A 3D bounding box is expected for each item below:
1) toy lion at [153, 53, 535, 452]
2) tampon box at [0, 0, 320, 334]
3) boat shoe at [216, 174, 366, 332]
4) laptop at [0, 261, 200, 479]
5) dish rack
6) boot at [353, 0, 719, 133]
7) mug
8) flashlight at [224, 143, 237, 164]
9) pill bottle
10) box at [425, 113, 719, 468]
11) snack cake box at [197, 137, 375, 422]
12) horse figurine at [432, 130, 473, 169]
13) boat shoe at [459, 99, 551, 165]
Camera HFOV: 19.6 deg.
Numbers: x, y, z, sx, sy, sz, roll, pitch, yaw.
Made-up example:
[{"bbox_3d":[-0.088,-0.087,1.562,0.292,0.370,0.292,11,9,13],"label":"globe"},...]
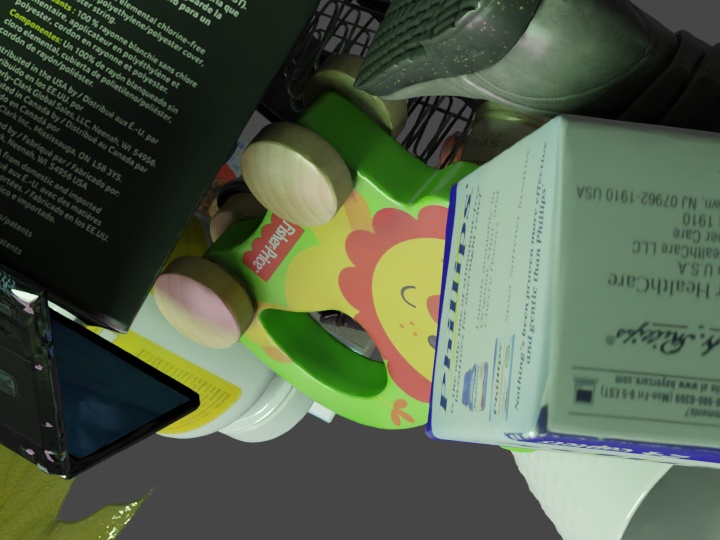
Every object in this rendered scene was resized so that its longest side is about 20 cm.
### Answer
[{"bbox_3d":[0.023,0.013,0.916,0.192,0.069,0.200,40,145,-1],"label":"toy lion"},{"bbox_3d":[-0.107,-0.091,0.863,0.126,0.200,0.150,32,174,-11],"label":"tampon box"},{"bbox_3d":[0.000,0.000,1.021,0.200,0.065,0.072,40,144,42],"label":"boat shoe"},{"bbox_3d":[-0.163,-0.005,0.840,0.177,0.103,0.200,28,148,16],"label":"laptop"},{"bbox_3d":[-0.001,-0.095,1.014,0.200,0.055,0.153,24,171,45],"label":"dish rack"},{"bbox_3d":[0.078,-0.072,0.794,0.132,0.070,0.200,26,180,-13],"label":"boot"},{"bbox_3d":[0.130,0.055,1.022,0.200,0.148,0.175,43,-173,-45],"label":"mug"},{"bbox_3d":[-0.139,-0.116,0.988,0.200,0.068,0.068,42,-155,-37],"label":"flashlight"},{"bbox_3d":[-0.107,0.020,1.063,0.112,0.112,0.200,25,175,43],"label":"pill bottle"},{"bbox_3d":[0.131,0.017,0.732,0.184,0.105,0.200,6,176,-7],"label":"box"},{"bbox_3d":[-0.074,-0.012,1.217,0.200,0.115,0.067,29,134,3],"label":"snack cake box"},{"bbox_3d":[0.074,-0.024,1.192,0.133,0.050,0.200,45,178,-10],"label":"horse figurine"},{"bbox_3d":[0.129,-0.009,0.937,0.200,0.065,0.072,30,159,-17],"label":"boat shoe"}]
